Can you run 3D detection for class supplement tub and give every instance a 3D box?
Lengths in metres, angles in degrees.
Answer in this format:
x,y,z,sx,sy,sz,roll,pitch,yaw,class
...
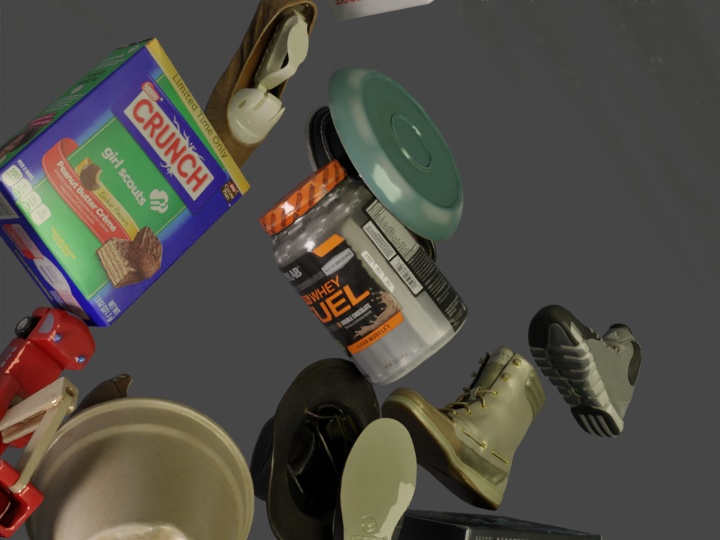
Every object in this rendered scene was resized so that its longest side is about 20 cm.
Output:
x,y,z,sx,sy,sz,roll,pitch,yaw,class
0.000,0.000,1.509,0.123,0.123,0.200,-42,97,-31,supplement tub

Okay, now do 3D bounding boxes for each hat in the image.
x,y,z,sx,sy,sz,roll,pitch,yaw,class
-0.057,0.180,1.511,0.201,0.081,0.201,4,85,-56,hat

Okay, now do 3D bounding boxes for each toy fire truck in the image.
x,y,z,sx,sy,sz,roll,pitch,yaw,class
-0.274,0.116,1.290,0.049,0.141,0.200,48,62,-29,toy fire truck

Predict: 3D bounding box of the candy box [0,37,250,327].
x,y,z,sx,sy,sz,roll,pitch,yaw,class
-0.216,-0.076,1.378,0.200,0.077,0.169,-48,118,-30,candy box

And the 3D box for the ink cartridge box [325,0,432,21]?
x,y,z,sx,sy,sz,roll,pitch,yaw,class
0.007,-0.350,1.516,0.083,0.145,0.200,-39,114,-34,ink cartridge box

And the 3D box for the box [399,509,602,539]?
x,y,z,sx,sy,sz,roll,pitch,yaw,class
0.125,0.309,1.618,0.200,0.148,0.107,12,83,-40,box

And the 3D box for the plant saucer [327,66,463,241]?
x,y,z,sx,sy,sz,roll,pitch,yaw,class
0.042,-0.121,1.553,0.200,0.027,0.200,42,29,-29,plant saucer

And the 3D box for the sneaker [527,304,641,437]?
x,y,z,sx,sy,sz,roll,pitch,yaw,class
0.261,0.086,1.788,0.116,0.075,0.200,-54,132,-31,sneaker

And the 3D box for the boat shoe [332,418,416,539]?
x,y,z,sx,sy,sz,roll,pitch,yaw,class
0.008,0.239,1.479,0.071,0.063,0.200,9,73,-6,boat shoe

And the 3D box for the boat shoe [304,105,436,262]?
x,y,z,sx,sy,sz,roll,pitch,yaw,class
0.015,-0.081,1.580,0.076,0.060,0.200,-50,120,-28,boat shoe

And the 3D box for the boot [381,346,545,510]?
x,y,z,sx,sy,sz,roll,pitch,yaw,class
0.113,0.141,1.658,0.200,0.072,0.155,46,63,-36,boot

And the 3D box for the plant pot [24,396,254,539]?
x,y,z,sx,sy,sz,roll,pitch,yaw,class
-0.181,0.228,1.288,0.200,0.183,0.201,-2,106,-7,plant pot

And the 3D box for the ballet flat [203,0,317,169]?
x,y,z,sx,sy,sz,roll,pitch,yaw,class
-0.090,-0.178,1.484,0.068,0.072,0.200,37,68,-35,ballet flat

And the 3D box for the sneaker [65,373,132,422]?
x,y,z,sx,sy,sz,roll,pitch,yaw,class
-0.177,0.179,1.417,0.076,0.070,0.200,-52,121,-29,sneaker
